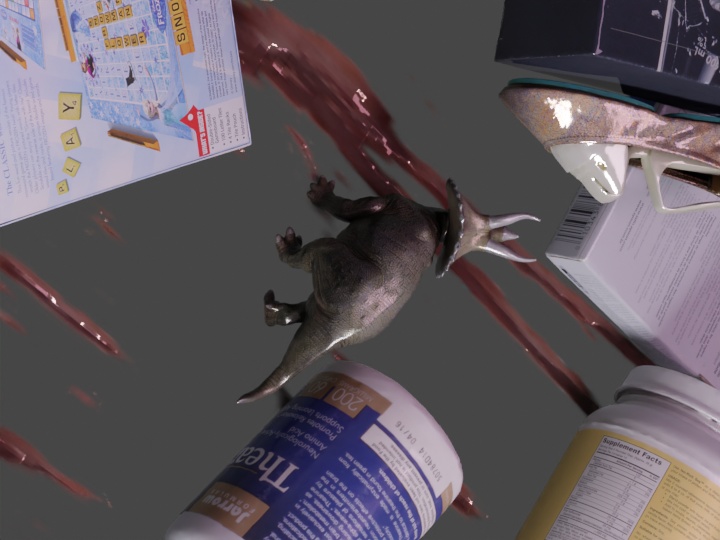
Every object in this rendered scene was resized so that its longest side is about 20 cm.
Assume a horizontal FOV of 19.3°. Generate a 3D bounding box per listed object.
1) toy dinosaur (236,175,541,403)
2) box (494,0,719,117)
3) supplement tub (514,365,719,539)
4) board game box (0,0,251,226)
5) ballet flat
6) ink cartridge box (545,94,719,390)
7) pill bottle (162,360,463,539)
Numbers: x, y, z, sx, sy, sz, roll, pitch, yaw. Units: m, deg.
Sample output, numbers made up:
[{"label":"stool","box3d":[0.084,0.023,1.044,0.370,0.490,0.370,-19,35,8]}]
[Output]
[{"label":"toy dinosaur","box3d":[0.000,0.000,1.216,0.200,0.102,0.077,-38,122,-30]},{"label":"box","box3d":[0.201,-0.201,1.320,0.199,0.104,0.184,9,89,-33]},{"label":"supplement tub","box3d":[0.182,0.179,1.386,0.145,0.145,0.201,46,69,-37]},{"label":"board game box","box3d":[-0.158,-0.137,1.086,0.199,0.041,0.201,-20,112,-35]},{"label":"ballet flat","box3d":[0.180,-0.073,1.341,0.199,0.068,0.068,10,82,-13]},{"label":"ink cartridge box","box3d":[0.233,-0.040,1.453,0.200,0.040,0.200,42,71,-37]},{"label":"pill bottle","box3d":[-0.042,0.155,1.206,0.200,0.111,0.111,-45,125,-25]}]
